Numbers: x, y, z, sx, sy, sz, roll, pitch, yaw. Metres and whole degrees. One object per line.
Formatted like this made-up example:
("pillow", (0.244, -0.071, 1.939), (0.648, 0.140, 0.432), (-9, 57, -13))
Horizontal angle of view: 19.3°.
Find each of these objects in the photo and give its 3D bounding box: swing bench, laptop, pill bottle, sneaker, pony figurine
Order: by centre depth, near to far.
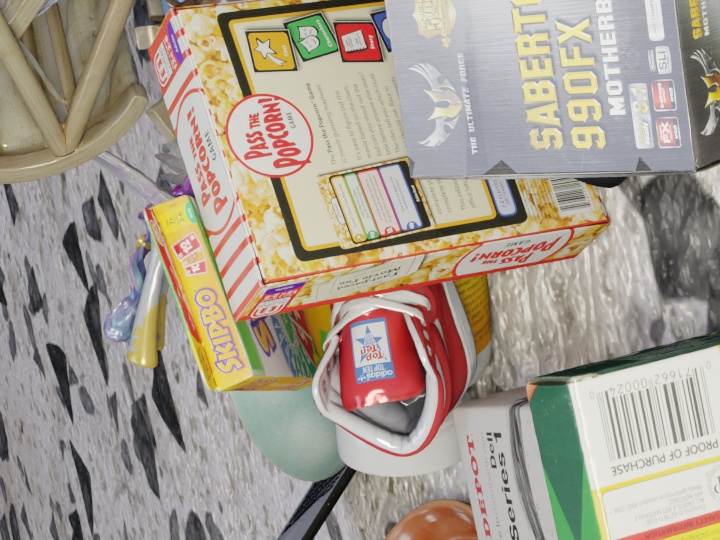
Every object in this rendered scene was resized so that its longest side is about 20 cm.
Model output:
("sneaker", (0.000, 0.000, 1.094), (0.201, 0.071, 0.113), (64, -158, -15))
("pill bottle", (0.019, 0.011, 1.217), (0.111, 0.110, 0.202), (-145, 46, -62))
("swing bench", (-0.210, -0.198, 1.383), (0.201, 0.129, 0.200), (96, 162, -47))
("laptop", (-0.055, 0.104, 1.467), (0.116, 0.201, 0.187), (35, 155, -1))
("pony figurine", (-0.126, -0.031, 1.537), (0.192, 0.166, 0.202), (23, 105, 36))

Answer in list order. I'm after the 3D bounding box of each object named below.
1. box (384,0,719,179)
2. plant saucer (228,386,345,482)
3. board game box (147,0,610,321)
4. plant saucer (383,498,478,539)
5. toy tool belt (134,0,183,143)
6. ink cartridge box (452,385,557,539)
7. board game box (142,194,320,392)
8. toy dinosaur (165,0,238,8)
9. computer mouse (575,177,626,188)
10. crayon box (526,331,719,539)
("box", (0.082, -0.144, 0.946), (0.157, 0.048, 0.202), (1, 105, 38))
("plant saucer", (-0.022, 0.028, 1.309), (0.038, 0.201, 0.203), (-8, 95, 28))
("board game box", (0.010, -0.067, 1.063), (0.046, 0.198, 0.153), (-48, 56, 57))
("plant saucer", (0.047, 0.242, 1.296), (0.200, 0.032, 0.202), (-37, 45, 49))
("toy tool belt", (-0.100, -0.191, 1.402), (0.125, 0.122, 0.202), (161, 97, -70))
("ink cartridge box", (0.128, 0.127, 1.029), (0.200, 0.084, 0.147), (167, 91, -70))
("board game box", (-0.063, 0.015, 1.103), (0.200, 0.030, 0.096), (9, -121, -77))
("toy dinosaur", (-0.031, -0.154, 1.185), (0.086, 0.135, 0.200), (46, -167, -23))
("computer mouse", (0.094, -0.134, 1.016), (0.138, 0.052, 0.202), (-148, 49, -62))
("crayon box", (0.154, 0.130, 0.902), (0.051, 0.126, 0.202), (171, 87, -70))
